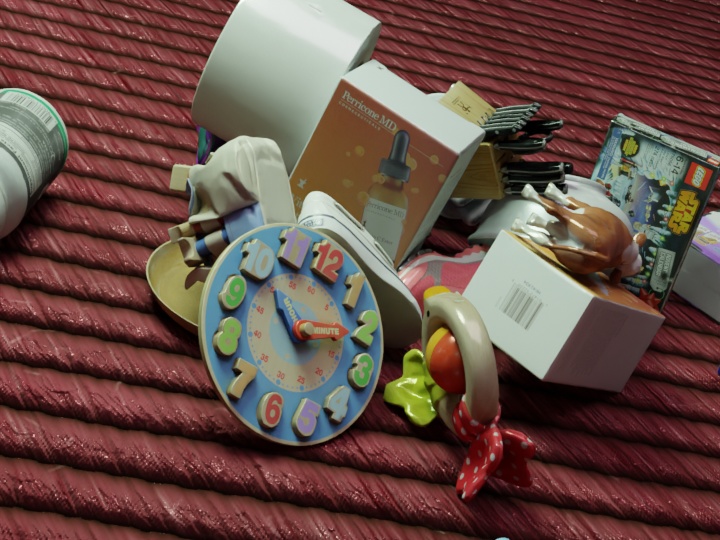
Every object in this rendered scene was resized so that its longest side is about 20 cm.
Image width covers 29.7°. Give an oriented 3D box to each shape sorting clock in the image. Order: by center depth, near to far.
[{"bbox_3d":[-0.058,0.056,1.228,0.198,0.039,0.203,13,69,-36],"label":"shape sorting clock"}]

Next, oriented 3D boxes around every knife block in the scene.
[{"bbox_3d":[0.141,-0.114,1.515,0.175,0.201,0.064,41,47,6],"label":"knife block"}]

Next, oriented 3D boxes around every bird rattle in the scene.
[{"bbox_3d":[0.087,0.106,1.234,0.111,0.165,0.200,-9,24,-8],"label":"bird rattle"}]

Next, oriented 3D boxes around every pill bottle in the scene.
[{"bbox_3d":[-0.376,-0.098,1.371,0.112,0.114,0.201,17,29,0],"label":"pill bottle"}]

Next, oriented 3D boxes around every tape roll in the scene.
[{"bbox_3d":[-0.081,-0.220,1.516,0.138,0.204,0.203,30,29,1],"label":"tape roll"}]

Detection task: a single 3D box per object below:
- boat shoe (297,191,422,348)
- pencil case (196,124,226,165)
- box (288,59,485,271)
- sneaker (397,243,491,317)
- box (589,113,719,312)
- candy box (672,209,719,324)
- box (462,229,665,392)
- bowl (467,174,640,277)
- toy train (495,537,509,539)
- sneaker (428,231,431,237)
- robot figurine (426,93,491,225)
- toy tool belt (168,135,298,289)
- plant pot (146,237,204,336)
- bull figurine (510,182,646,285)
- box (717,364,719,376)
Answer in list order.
[{"bbox_3d":[0.000,0.000,1.351,0.200,0.071,0.066,44,33,-36],"label":"boat shoe"},{"bbox_3d":[-0.097,-0.150,1.643,0.197,0.086,0.093,7,27,-16],"label":"pencil case"},{"bbox_3d":[0.014,-0.095,1.455,0.151,0.201,0.106,33,27,8],"label":"box"},{"bbox_3d":[0.106,0.024,1.461,0.199,0.074,0.087,-15,45,-43],"label":"sneaker"},{"bbox_3d":[0.328,-0.065,1.601,0.136,0.202,0.040,25,29,17],"label":"box"},{"bbox_3d":[0.485,-0.002,1.713,0.198,0.072,0.167,-13,40,-42],"label":"candy box"},{"bbox_3d":[0.205,0.045,1.382,0.124,0.098,0.199,37,12,30],"label":"box"},{"bbox_3d":[0.226,-0.056,1.546,0.198,0.092,0.201,11,-6,1],"label":"bowl"},{"bbox_3d":[0.177,0.291,1.058,0.148,0.056,0.200,1,30,-25],"label":"toy train"},{"bbox_3d":[0.036,-0.107,1.640,0.079,0.084,0.201,4,32,-22],"label":"sneaker"},{"bbox_3d":[0.111,-0.144,1.702,0.112,0.170,0.201,-31,48,-1],"label":"robot figurine"},{"bbox_3d":[-0.122,-0.023,1.325,0.124,0.122,0.203,3,72,-58],"label":"toy tool belt"},{"bbox_3d":[-0.122,0.026,1.384,0.197,0.028,0.201,14,29,-8],"label":"plant pot"},{"bbox_3d":[0.222,-0.036,1.361,0.120,0.066,0.200,30,8,15],"label":"bull figurine"},{"bbox_3d":[0.518,0.040,1.520,0.104,0.202,0.183,35,33,29],"label":"box"}]
